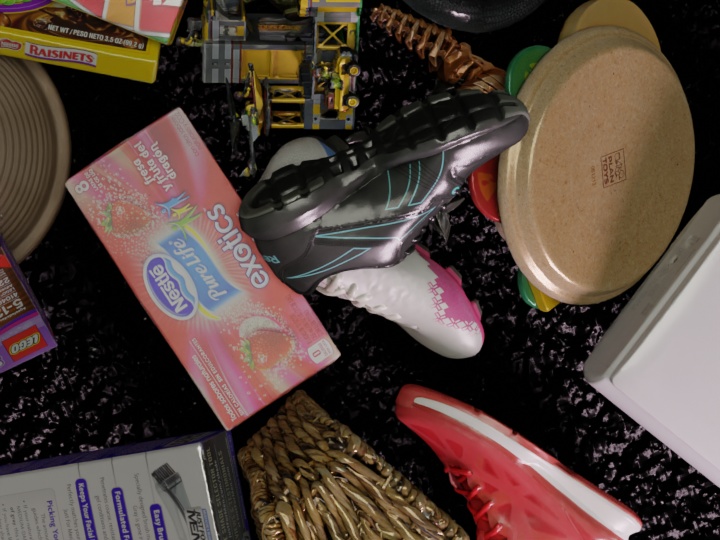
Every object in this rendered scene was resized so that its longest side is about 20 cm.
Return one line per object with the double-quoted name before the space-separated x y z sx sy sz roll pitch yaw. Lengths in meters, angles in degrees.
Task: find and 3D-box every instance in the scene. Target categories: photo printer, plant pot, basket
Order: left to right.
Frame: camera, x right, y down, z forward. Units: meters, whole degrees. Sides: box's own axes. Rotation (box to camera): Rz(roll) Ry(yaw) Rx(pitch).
"plant pot" -0.297 -0.082 1.310 0.200 0.093 0.202 0 90 -6
"basket" -0.036 0.177 1.287 0.143 0.200 0.149 41 87 -6
"photo printer" 0.279 0.069 1.373 0.200 0.069 0.167 39 89 -16

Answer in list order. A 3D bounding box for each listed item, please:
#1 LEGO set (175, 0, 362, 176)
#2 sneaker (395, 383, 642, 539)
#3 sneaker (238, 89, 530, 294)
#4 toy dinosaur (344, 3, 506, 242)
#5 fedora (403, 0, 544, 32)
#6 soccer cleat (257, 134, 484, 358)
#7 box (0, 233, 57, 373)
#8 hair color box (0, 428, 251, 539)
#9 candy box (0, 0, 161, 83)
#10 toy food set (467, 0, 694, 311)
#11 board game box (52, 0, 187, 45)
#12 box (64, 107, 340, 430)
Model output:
"LEGO set" -0.065 -0.172 1.288 0.115 0.200 0.154 0 128 -6
"sneaker" 0.091 0.171 1.364 0.200 0.078 0.116 32 86 -5
"sneaker" 0.022 -0.053 1.264 0.199 0.075 0.079 -24 115 4
"toy dinosaur" 0.067 -0.103 1.344 0.136 0.102 0.200 -44 100 -6
"fedora" 0.059 -0.257 1.334 0.200 0.091 0.202 3 84 -31
"soccer cleat" 0.000 0.000 1.340 0.200 0.070 0.086 49 58 -10
"box" -0.317 0.042 1.293 0.199 0.137 0.039 -26 52 -5
"hair color box" -0.178 0.178 1.309 0.199 0.065 0.110 -10 92 18
"candy box" -0.231 -0.187 1.320 0.199 0.026 0.103 10 46 -7
"toy food set" 0.157 -0.074 1.339 0.198 0.049 0.201 -38 122 -29
"board game box" -0.135 -0.259 1.279 0.095 0.030 0.201 21 94 -2
"box" -0.109 -0.002 1.327 0.094 0.103 0.200 -33 95 -4
